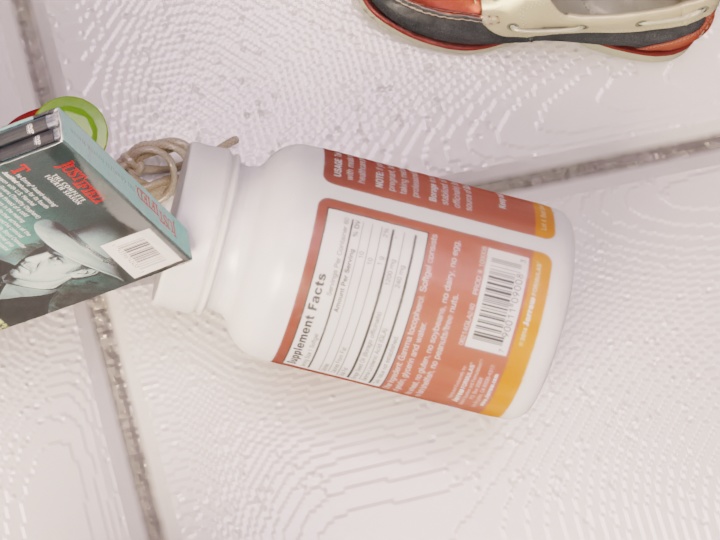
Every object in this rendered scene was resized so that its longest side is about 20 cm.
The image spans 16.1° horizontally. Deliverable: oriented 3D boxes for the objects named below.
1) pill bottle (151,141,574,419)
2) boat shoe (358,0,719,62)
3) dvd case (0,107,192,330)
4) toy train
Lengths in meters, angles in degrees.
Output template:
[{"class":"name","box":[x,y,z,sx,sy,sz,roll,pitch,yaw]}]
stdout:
[{"class":"pill bottle","box":[0.000,0.000,1.291,0.199,0.112,0.113,14,70,-7]},{"class":"boat shoe","box":[0.098,-0.155,1.389,0.199,0.063,0.072,7,73,-8]},{"class":"dvd case","box":[-0.197,-0.007,1.194,0.199,0.146,0.022,-18,63,14]},{"class":"toy train","box":[-0.144,-0.055,1.276,0.199,0.116,0.085,-23,78,-17]}]
